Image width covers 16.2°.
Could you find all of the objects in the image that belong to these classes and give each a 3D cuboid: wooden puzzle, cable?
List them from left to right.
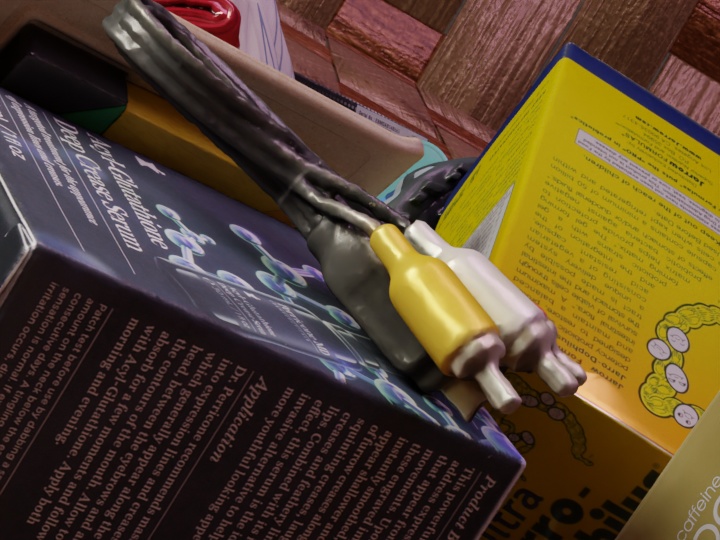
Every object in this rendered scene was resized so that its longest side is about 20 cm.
[{"bbox_3d":[-0.103,-0.023,0.938,0.199,0.185,0.037,23,42,-34],"label":"wooden puzzle"},{"bbox_3d":[0.000,-0.026,0.848,0.200,0.050,0.097,51,18,12],"label":"cable"}]

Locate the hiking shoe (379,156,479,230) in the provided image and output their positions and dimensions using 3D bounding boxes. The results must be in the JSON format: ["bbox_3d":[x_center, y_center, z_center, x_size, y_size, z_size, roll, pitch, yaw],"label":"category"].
[{"bbox_3d":[0.000,0.000,1.126,0.086,0.075,0.199,-7,12,46],"label":"hiking shoe"}]

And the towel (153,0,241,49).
[{"bbox_3d":[-0.123,-0.063,1.018,0.143,0.023,0.200,4,-23,-4],"label":"towel"}]

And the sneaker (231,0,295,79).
[{"bbox_3d":[-0.060,-0.065,1.162,0.074,0.202,0.087,0,-3,34],"label":"sneaker"}]

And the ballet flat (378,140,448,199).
[{"bbox_3d":[-0.046,-0.010,1.225,0.199,0.074,0.073,-15,27,-17],"label":"ballet flat"}]

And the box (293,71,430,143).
[{"bbox_3d":[-0.098,-0.073,1.302,0.199,0.048,0.193,24,-17,-35],"label":"box"}]

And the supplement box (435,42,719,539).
[{"bbox_3d":[0.082,0.024,1.003,0.109,0.109,0.200,31,39,-7],"label":"supplement box"}]

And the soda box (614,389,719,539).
[{"bbox_3d":[0.134,0.105,0.882,0.068,0.201,0.064,24,15,-42],"label":"soda box"}]

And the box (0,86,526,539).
[{"bbox_3d":[-0.070,0.039,0.856,0.199,0.107,0.149,26,14,-31],"label":"box"}]
